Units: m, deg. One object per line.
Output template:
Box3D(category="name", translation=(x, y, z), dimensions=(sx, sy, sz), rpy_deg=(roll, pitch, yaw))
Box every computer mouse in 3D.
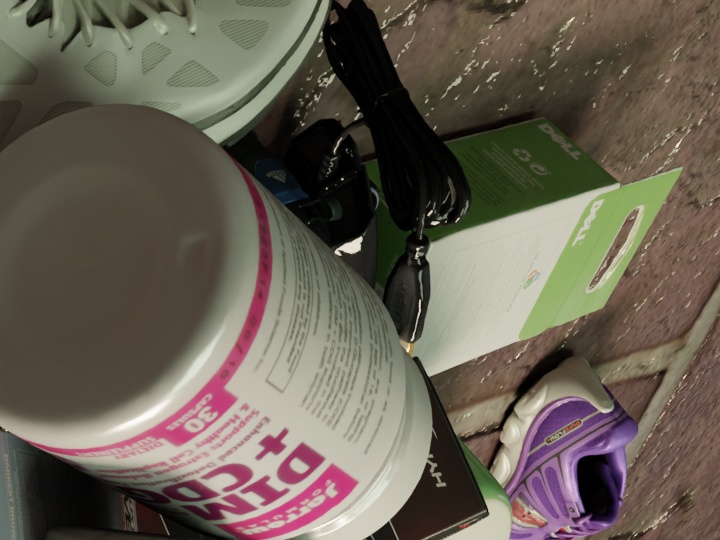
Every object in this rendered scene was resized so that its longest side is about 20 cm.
Box3D(category="computer mouse", translation=(0.000, 0.000, 0.922), dimensions=(0.046, 0.141, 0.201), rpy_deg=(0, 131, -26))

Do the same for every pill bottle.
Box3D(category="pill bottle", translation=(-0.051, 0.031, 0.768), dimensions=(0.113, 0.113, 0.200), rpy_deg=(-48, 150, 0))

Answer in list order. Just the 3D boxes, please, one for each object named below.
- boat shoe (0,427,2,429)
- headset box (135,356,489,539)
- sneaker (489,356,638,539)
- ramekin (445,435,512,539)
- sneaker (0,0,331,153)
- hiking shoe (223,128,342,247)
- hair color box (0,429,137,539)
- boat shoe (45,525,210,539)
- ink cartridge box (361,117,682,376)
Box3D(category="boat shoe", translation=(-0.202, 0.036, 0.760), dimensions=(0.072, 0.061, 0.201), rpy_deg=(-56, 153, 17))
Box3D(category="headset box", translation=(-0.046, 0.117, 0.974), dimensions=(0.199, 0.075, 0.149), rpy_deg=(-25, 172, 1))
Box3D(category="sneaker", translation=(0.120, 0.146, 1.365), dimensions=(0.080, 0.083, 0.201), rpy_deg=(-28, 149, -33))
Box3D(category="ramekin", translation=(-0.013, 0.154, 1.159), dimensions=(0.200, 0.098, 0.201), rpy_deg=(-36, 151, -23))
Box3D(category="sneaker", translation=(-0.092, -0.084, 0.746), dimensions=(0.200, 0.076, 0.116), rpy_deg=(-35, 153, -20))
Box3D(category="hiking shoe", translation=(-0.073, 0.030, 0.916), dimensions=(0.074, 0.087, 0.201), rpy_deg=(-22, 144, -41))
Box3D(category="hair color box", translation=(-0.147, 0.097, 0.776), dimensions=(0.098, 0.061, 0.200), rpy_deg=(-8, 170, 6))
Box3D(category="boat shoe", translation=(-0.061, 0.129, 0.780), dimensions=(0.202, 0.074, 0.065), rpy_deg=(43, 53, -75))
Box3D(category="ink cartridge box", translation=(0.062, -0.013, 1.089), dimensions=(0.199, 0.059, 0.104), rpy_deg=(-17, 142, -44))
